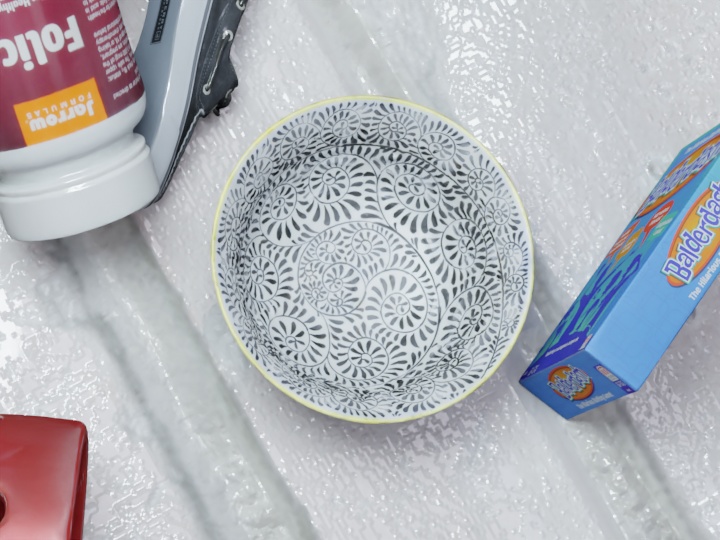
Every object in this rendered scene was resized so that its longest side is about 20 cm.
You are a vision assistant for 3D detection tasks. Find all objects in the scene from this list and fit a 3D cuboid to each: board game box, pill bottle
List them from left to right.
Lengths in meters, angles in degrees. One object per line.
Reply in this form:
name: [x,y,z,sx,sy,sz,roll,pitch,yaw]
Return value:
pill bottle: [-0.191,-0.126,1.373,0.114,0.114,0.200,-21,108,-15]
board game box: [0.188,-0.006,1.467,0.045,0.152,0.200,38,74,-3]

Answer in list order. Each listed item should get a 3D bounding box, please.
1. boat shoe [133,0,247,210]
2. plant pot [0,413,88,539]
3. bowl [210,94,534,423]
boat shoe: [-0.105,-0.130,1.476,0.066,0.070,0.200,17,81,-33]
plant pot: [-0.250,0.174,1.325,0.182,0.200,0.201,7,79,-3]
bowl: [0.000,0.000,1.456,0.200,0.094,0.201,2,79,-11]
